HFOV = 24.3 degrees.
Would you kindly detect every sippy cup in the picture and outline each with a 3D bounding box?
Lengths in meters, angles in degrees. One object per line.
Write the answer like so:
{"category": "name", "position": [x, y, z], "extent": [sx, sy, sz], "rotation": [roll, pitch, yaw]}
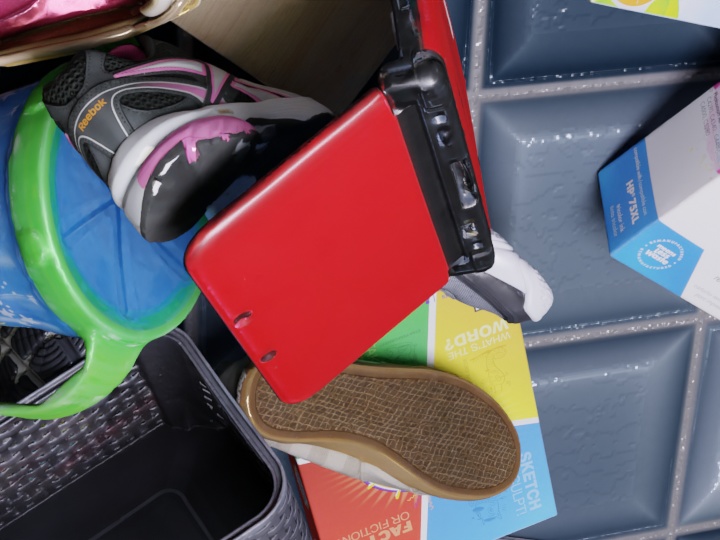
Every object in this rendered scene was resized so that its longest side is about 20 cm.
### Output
{"category": "sippy cup", "position": [-0.160, -0.029, 0.806], "extent": [0.130, 0.178, 0.140], "rotation": [-6, 133, 29]}

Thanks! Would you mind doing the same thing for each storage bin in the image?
{"category": "storage bin", "position": [-0.137, 0.140, 0.838], "extent": [0.199, 0.135, 0.094], "rotation": [-32, 146, -13]}

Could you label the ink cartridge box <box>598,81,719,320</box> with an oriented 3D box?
{"category": "ink cartridge box", "position": [0.245, -0.060, 0.938], "extent": [0.116, 0.068, 0.200], "rotation": [27, 134, -29]}

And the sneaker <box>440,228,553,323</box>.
{"category": "sneaker", "position": [0.000, 0.000, 0.903], "extent": [0.199, 0.075, 0.114], "rotation": [31, 95, -13]}

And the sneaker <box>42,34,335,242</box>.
{"category": "sneaker", "position": [-0.076, -0.070, 0.755], "extent": [0.086, 0.200, 0.080], "rotation": [43, 98, 8]}

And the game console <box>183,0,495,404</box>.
{"category": "game console", "position": [-0.009, -0.056, 0.763], "extent": [0.118, 0.173, 0.200], "rotation": [-11, 156, 6]}

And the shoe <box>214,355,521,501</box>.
{"category": "shoe", "position": [0.006, 0.083, 0.942], "extent": [0.199, 0.053, 0.070], "rotation": [20, 76, -32]}

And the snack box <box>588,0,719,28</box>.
{"category": "snack box", "position": [0.209, -0.230, 0.881], "extent": [0.168, 0.068, 0.201], "rotation": [7, 113, -24]}

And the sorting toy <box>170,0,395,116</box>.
{"category": "sorting toy", "position": [-0.037, -0.208, 0.802], "extent": [0.198, 0.070, 0.200], "rotation": [32, 103, -31]}

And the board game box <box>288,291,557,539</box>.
{"category": "board game box", "position": [0.029, 0.087, 1.002], "extent": [0.152, 0.040, 0.201], "rotation": [-20, 122, -9]}

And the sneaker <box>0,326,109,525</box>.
{"category": "sneaker", "position": [-0.170, 0.070, 0.913], "extent": [0.079, 0.078, 0.200], "rotation": [14, 119, -42]}

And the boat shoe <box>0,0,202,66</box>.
{"category": "boat shoe", "position": [-0.096, -0.136, 0.735], "extent": [0.199, 0.069, 0.074], "rotation": [-24, 123, -6]}

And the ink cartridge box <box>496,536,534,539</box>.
{"category": "ink cartridge box", "position": [0.111, 0.299, 1.084], "extent": [0.145, 0.147, 0.201], "rotation": [11, 113, -26]}
